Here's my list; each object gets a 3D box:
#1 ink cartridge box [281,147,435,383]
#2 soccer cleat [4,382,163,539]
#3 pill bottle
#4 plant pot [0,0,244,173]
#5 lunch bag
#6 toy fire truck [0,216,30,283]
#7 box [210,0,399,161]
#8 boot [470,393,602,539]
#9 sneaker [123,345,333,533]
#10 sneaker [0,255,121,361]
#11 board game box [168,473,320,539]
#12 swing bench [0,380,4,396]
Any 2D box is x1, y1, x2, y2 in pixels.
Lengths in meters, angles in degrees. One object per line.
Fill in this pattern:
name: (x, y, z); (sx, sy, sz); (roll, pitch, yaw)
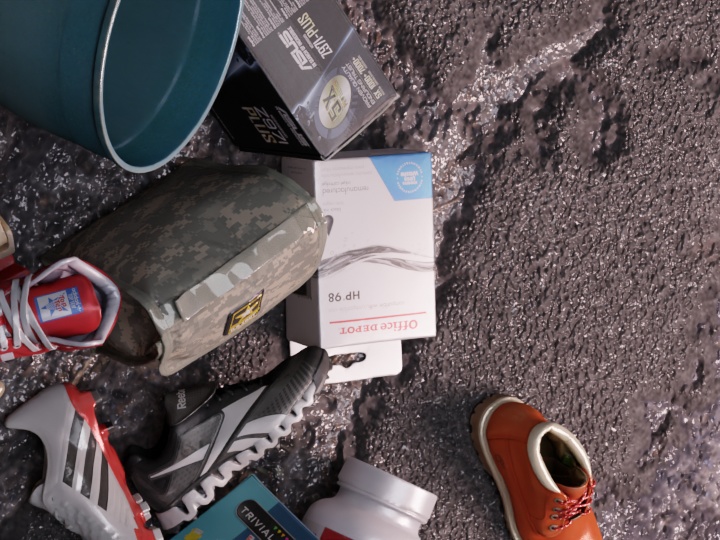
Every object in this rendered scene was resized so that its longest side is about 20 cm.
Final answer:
ink cartridge box: (0.000, 0.000, 1.787); (0.116, 0.067, 0.200); (-6, 98, -28)
soccer cleat: (-0.217, 0.187, 1.683); (0.085, 0.069, 0.200); (-23, 89, -11)
pill bottle: (-0.013, 0.266, 1.785); (0.112, 0.112, 0.200); (28, 82, -27)
plant pot: (-0.210, -0.191, 1.498); (0.200, 0.188, 0.200); (-53, 153, -41)
lunch bag: (-0.129, -0.003, 1.644); (0.164, 0.200, 0.118); (-35, 110, -21)
toy fire truck: (-0.291, -0.044, 1.586); (0.049, 0.141, 0.200); (-29, 108, -20)
box: (-0.086, -0.192, 1.666); (0.086, 0.164, 0.200); (-42, 113, -18)
boot: (0.176, 0.207, 1.883); (0.075, 0.107, 0.200); (-38, 113, -21)
sneaker: (-0.114, 0.121, 1.724); (0.200, 0.066, 0.091); (-42, 105, 5)
sneaker: (-0.260, 0.041, 1.504); (0.200, 0.112, 0.071); (-22, 95, -47)
board game box: (-0.117, 0.277, 1.701); (0.200, 0.151, 0.047); (-37, 137, -15)
swing bench: (-0.396, 0.107, 1.512); (0.199, 0.130, 0.200); (47, 43, -25)
